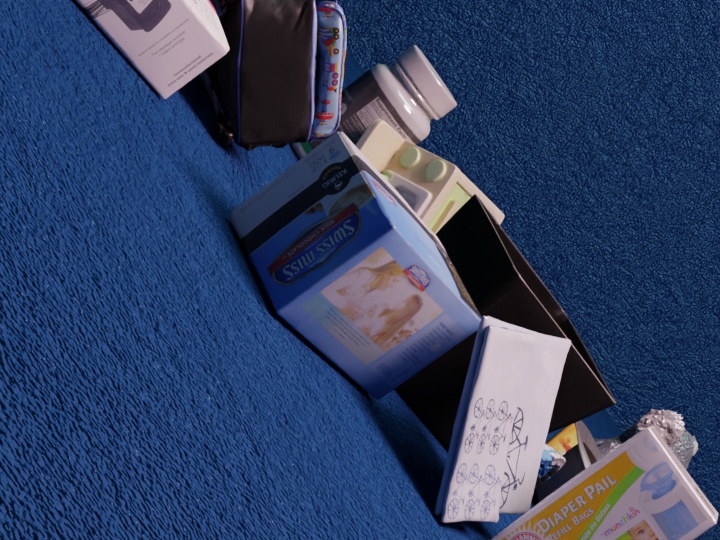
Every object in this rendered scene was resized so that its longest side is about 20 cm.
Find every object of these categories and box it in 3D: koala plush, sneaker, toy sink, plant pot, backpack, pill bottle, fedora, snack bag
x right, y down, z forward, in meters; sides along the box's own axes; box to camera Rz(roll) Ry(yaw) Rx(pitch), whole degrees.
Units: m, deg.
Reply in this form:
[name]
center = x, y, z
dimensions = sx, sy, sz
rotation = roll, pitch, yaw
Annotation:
[koala plush]
center = 0.388, 0.277, 2.279
dimensions = 0.177, 0.199, 0.185
rotation = 40, 16, -56
[sneaker]
center = 0.175, 0.205, 1.845
dimensions = 0.087, 0.075, 0.200
rotation = 52, 7, 24
[toy sink]
center = 0.070, -0.075, 1.979
dimensions = 0.112, 0.131, 0.200
rotation = 30, -7, 41
[plant pot]
center = 0.125, 0.076, 1.703
dimensions = 0.200, 0.177, 0.200
rotation = 51, 10, -27
[backpack]
center = -0.101, -0.237, 1.669
dimensions = 0.200, 0.133, 0.184
rotation = -122, -147, -63
[pill bottle]
center = 0.017, -0.190, 2.035
dimensions = 0.113, 0.199, 0.113
rotation = 52, 9, -11
[fedora]
center = 0.277, 0.295, 1.978
dimensions = 0.201, 0.090, 0.177
rotation = 62, 11, 5
[snack bag]
center = 0.140, 0.147, 1.512
dimensions = 0.021, 0.190, 0.199
rotation = 12, -2, 31

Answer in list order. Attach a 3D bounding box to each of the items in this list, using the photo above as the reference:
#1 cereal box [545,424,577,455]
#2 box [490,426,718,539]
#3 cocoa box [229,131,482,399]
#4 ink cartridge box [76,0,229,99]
[cereal box]
center = 0.304, 0.310, 2.112
dimensions = 0.201, 0.039, 0.144
rotation = 55, 26, 6
[box]
center = 0.232, 0.251, 1.541
dimensions = 0.113, 0.199, 0.101
rotation = 54, 8, 12
[cocoa box]
center = 0.000, 0.000, 1.455
dimensions = 0.200, 0.133, 0.132
rotation = 44, 14, -50
[ink cartridge box]
center = -0.221, -0.282, 1.490
dimensions = 0.200, 0.084, 0.145
rotation = 50, 10, -35
